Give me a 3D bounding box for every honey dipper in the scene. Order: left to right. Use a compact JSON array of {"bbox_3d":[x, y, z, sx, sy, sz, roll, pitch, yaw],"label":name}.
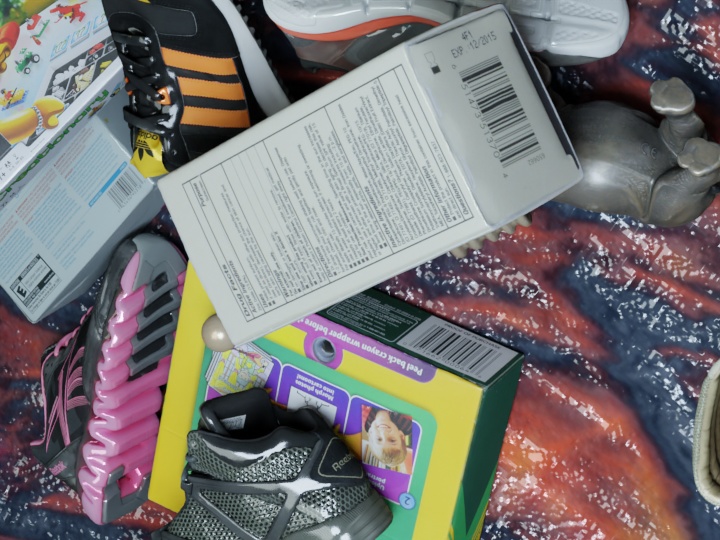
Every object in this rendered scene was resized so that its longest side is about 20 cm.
[{"bbox_3d":[0.000,0.000,1.271,0.200,0.038,0.038,-26,94,16],"label":"honey dipper"}]

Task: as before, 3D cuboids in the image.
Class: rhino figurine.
[{"bbox_3d":[0.097,-0.068,1.189,0.199,0.060,0.087,12,159,17],"label":"rhino figurine"}]

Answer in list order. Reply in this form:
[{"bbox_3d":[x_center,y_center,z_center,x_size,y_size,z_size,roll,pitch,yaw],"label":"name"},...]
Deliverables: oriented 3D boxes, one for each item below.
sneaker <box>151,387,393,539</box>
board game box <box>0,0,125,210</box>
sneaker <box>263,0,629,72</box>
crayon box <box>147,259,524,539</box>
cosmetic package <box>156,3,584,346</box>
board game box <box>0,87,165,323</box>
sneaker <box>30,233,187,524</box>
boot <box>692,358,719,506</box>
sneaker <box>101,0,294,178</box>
[{"bbox_3d":[-0.085,0.135,1.324,0.199,0.076,0.114,-27,93,33],"label":"sneaker"},{"bbox_3d":[-0.184,-0.147,1.306,0.126,0.035,0.200,45,90,9],"label":"board game box"},{"bbox_3d":[0.050,-0.130,1.225,0.199,0.077,0.082,9,146,21],"label":"sneaker"},{"bbox_3d":[-0.018,0.094,1.347,0.200,0.058,0.173,24,120,21],"label":"crayon box"},{"bbox_3d":[0.002,-0.046,1.160,0.200,0.087,0.104,-23,93,44],"label":"cosmetic package"},{"bbox_3d":[-0.211,-0.092,1.390,0.200,0.064,0.148,49,125,4],"label":"board game box"},{"bbox_3d":[-0.164,0.058,1.420,0.095,0.079,0.200,32,122,31],"label":"sneaker"},{"bbox_3d":[0.232,0.013,1.101,0.072,0.155,0.200,32,122,17],"label":"boot"},{"bbox_3d":[-0.100,-0.098,1.250,0.070,0.090,0.200,18,153,43],"label":"sneaker"}]
